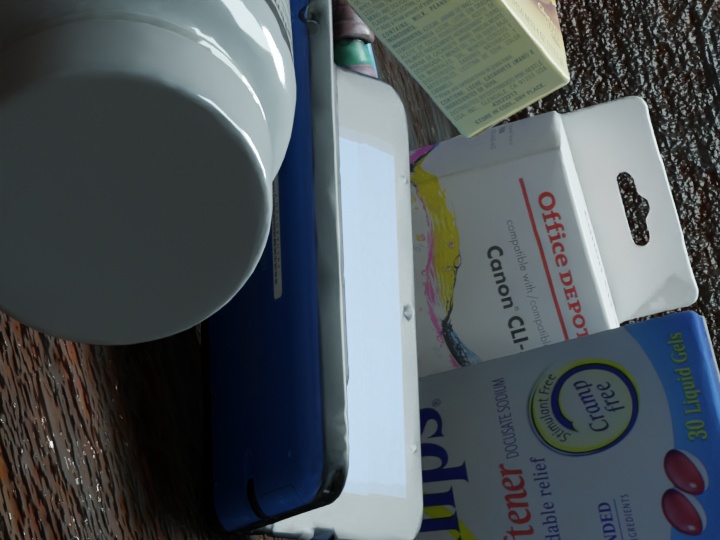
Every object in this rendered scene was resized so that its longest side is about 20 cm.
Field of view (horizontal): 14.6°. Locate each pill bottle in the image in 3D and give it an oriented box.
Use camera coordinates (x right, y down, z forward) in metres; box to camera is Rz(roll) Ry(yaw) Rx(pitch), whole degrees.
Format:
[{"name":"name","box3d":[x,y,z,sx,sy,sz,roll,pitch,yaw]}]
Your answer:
[{"name":"pill bottle","box3d":[-0.077,-0.073,0.874,0.200,0.112,0.114,-94,166,-55]}]

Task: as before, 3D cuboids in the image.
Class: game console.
[{"name":"game console","box3d":[0.000,0.000,1.094,0.171,0.118,0.201,152,-63,-65]}]

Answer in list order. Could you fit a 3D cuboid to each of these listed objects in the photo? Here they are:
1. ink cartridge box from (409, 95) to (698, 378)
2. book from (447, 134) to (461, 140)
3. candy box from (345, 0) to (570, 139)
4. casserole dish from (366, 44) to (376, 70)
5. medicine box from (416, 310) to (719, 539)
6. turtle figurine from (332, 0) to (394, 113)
[{"name":"ink cartridge box","box3d":[0.054,0.000,1.343,0.068,0.199,0.117,-81,154,-72]},{"name":"book","box3d":[0.110,0.005,2.340,0.134,0.048,0.201,-101,170,-56]},{"name":"candy box","box3d":[0.004,-0.159,1.103,0.200,0.055,0.116,45,24,-36]},{"name":"casserole dish","box3d":[-0.026,-0.149,1.666,0.200,0.039,0.122,-71,144,-78]},{"name":"medicine box","box3d":[0.084,0.139,1.281,0.103,0.199,0.183,68,10,-51]},{"name":"turtle figurine","box3d":[-0.031,-0.162,1.246,0.101,0.149,0.201,19,69,-62]}]
